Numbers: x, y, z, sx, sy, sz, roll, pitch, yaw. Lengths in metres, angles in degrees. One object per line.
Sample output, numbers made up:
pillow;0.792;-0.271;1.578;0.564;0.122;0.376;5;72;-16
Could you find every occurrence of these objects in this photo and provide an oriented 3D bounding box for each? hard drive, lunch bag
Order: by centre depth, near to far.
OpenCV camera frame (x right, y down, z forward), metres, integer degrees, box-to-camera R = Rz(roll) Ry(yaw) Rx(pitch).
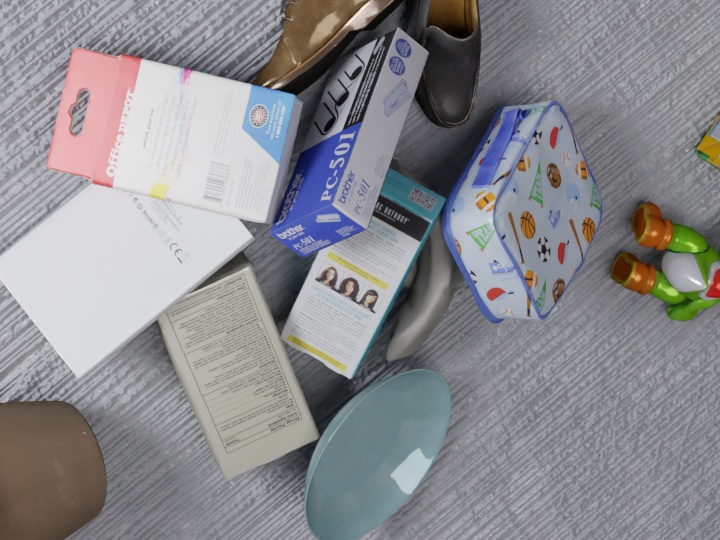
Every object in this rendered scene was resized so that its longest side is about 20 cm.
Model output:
hard drive;-0.213;-0.016;1.707;0.200;0.027;0.132;-39;83;-3
lunch bag;0.152;-0.061;1.788;0.160;0.075;0.200;59;42;-32

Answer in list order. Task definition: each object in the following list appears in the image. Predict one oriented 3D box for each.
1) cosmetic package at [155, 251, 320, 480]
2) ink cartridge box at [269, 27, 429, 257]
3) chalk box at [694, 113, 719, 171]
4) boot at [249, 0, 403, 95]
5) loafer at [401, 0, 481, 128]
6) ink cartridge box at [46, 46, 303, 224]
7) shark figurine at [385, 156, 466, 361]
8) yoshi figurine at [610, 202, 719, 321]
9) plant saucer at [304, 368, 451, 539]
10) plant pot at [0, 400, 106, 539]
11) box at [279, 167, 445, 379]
cosmetic package;-0.123;0.085;1.793;0.105;0.071;0.200;-23;117;-9
ink cartridge box;-0.009;-0.114;1.684;0.044;0.094;0.200;35;55;-25
chalk box;0.463;-0.105;1.910;0.200;0.124;0.125;32;96;-29
boot;-0.049;-0.215;1.718;0.200;0.074;0.075;-42;89;5
loafer;0.077;-0.219;1.747;0.073;0.072;0.200;-18;116;-14
ink cartridge box;-0.161;-0.118;1.663;0.200;0.067;0.116;14;93;4
shark figurine;0.071;-0.027;1.809;0.128;0.089;0.215;-21;113;-27
yoshi figurine;0.360;-0.002;1.945;0.200;0.112;0.112;18;63;-12
plant saucer;0.007;0.174;1.868;0.201;0.039;0.201;-33;142;-31
plant pot;-0.330;0.195;1.712;0.174;0.200;0.201;-17;117;-35
box;0.000;0.000;1.764;0.082;0.049;0.200;29;124;4
